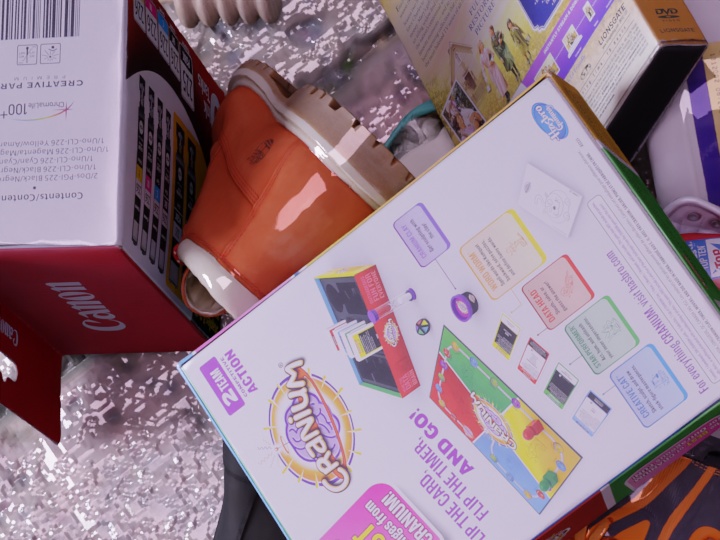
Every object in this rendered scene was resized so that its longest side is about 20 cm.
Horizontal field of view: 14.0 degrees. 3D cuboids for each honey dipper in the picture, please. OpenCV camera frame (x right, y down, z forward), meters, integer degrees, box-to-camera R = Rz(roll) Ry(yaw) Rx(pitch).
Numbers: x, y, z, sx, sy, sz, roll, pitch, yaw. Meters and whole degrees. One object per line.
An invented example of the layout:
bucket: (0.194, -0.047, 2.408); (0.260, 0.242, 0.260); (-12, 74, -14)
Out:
honey dipper: (-0.139, -0.133, 1.428); (0.199, 0.038, 0.038); (-3, 76, 12)

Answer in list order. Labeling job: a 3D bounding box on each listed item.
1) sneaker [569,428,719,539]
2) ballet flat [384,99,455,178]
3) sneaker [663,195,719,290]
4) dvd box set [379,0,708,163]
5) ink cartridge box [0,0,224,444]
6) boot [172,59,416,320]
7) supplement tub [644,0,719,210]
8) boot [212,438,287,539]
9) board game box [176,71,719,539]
sneaker: (0.087, 0.105, 1.216); (0.199, 0.078, 0.112); (8, 57, 3)
ballet flat: (0.000, 0.000, 1.351); (0.067, 0.070, 0.200); (32, 84, 19)
sneaker: (0.198, -0.007, 1.208); (0.200, 0.112, 0.071); (-40, 35, 25)
dvd box set: (0.068, -0.124, 1.287); (0.029, 0.147, 0.200); (-4, 53, -32)
ink cartridge box: (-0.121, -0.025, 1.312); (0.083, 0.200, 0.176); (-2, 76, 9)
boot: (-0.049, -0.031, 1.305); (0.075, 0.200, 0.107); (42, 89, -13)
supplement tub: (0.224, -0.084, 1.290); (0.199, 0.145, 0.146); (-10, 75, 8)
boot: (0.021, 0.082, 1.334); (0.199, 0.139, 0.078); (-3, 36, -23)
board game box: (0.045, 0.041, 1.185); (0.200, 0.040, 0.153); (-37, 72, 12)
